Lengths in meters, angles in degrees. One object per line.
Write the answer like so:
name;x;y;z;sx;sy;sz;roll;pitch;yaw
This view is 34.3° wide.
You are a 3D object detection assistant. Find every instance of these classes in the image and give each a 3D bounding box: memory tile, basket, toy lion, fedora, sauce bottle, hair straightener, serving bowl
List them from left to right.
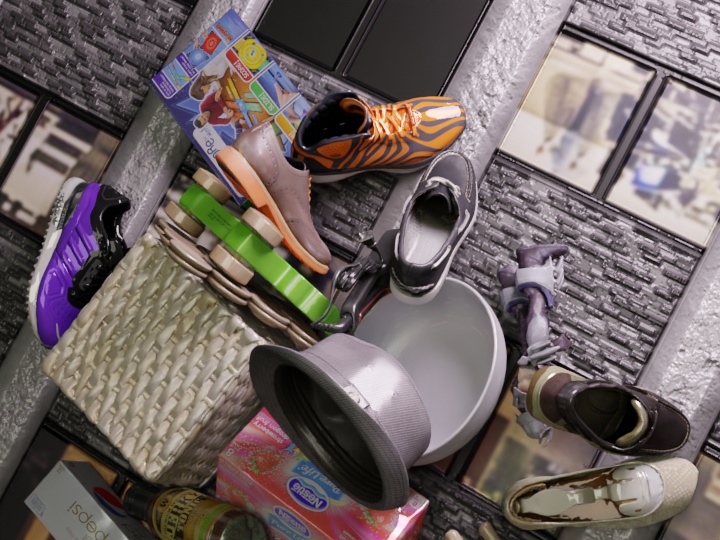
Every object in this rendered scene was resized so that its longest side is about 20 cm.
basket;-0.198;0.098;1.240;0.198;0.161;0.201;41;93;17
sauce bottle;-0.180;0.262;1.215;0.199;0.064;0.066;5;79;46
memory tile;-0.126;0.018;1.203;0.199;0.153;0.017;36;92;-22
toy lion;-0.096;-0.004;1.233;0.069;0.192;0.200;-49;40;-3
fedora;-0.007;0.127;1.098;0.090;0.178;0.200;-37;63;-27
hair straightener;0.000;0.000;1.186;0.041;0.200;0.078;-3;114;33
serving bowl;0.070;0.110;1.193;0.199;0.066;0.202;-23;50;30

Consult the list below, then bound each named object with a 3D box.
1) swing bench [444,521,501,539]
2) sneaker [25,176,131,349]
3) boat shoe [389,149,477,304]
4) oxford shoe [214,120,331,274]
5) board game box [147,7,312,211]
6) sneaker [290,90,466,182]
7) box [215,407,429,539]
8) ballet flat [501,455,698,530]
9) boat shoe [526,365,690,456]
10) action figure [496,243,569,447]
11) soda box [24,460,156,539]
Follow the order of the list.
swing bench;0.144;0.347;1.080;0.199;0.199;0.130;36;90;19
sneaker;-0.313;-0.004;1.337;0.098;0.070;0.203;10;83;14
boat shoe;0.078;-0.059;1.208;0.073;0.061;0.201;19;55;11
oxford shoe;-0.072;-0.072;1.229;0.073;0.200;0.071;-43;45;-8
board game box;-0.139;-0.185;1.342;0.135;0.034;0.201;-39;72;5
sneaker;0.023;-0.150;1.237;0.198;0.112;0.078;-19;76;-7
box;-0.042;0.235;1.185;0.199;0.095;0.103;34;54;19
ballet flat;0.236;0.226;1.150;0.198;0.062;0.068;-14;77;12
boat shoe;0.246;0.144;1.104;0.065;0.198;0.074;23;96;60
action figure;0.177;0.078;1.164;0.068;0.130;0.202;1;65;0
soda box;-0.271;0.299;1.268;0.064;0.068;0.200;-47;72;3
